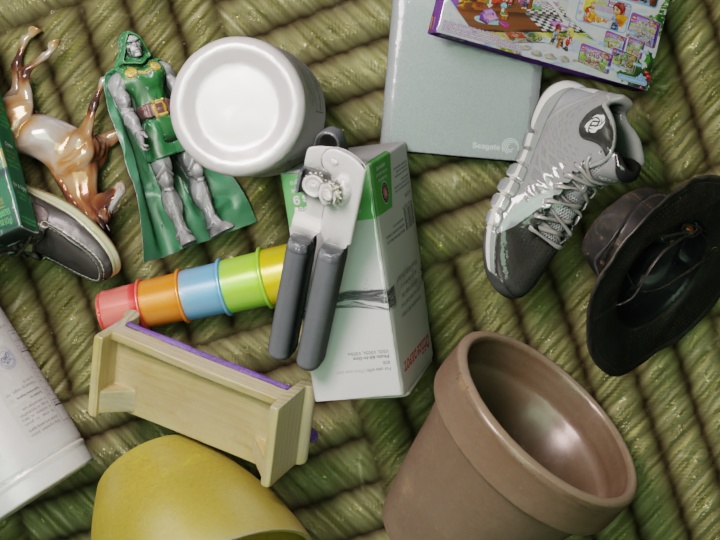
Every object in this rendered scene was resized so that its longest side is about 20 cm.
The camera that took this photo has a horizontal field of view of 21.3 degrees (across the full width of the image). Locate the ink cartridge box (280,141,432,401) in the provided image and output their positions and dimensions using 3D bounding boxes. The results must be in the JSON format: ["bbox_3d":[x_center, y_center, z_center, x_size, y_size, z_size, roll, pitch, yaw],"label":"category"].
[{"bbox_3d":[0.000,0.000,1.653,0.083,0.146,0.201,-6,99,14],"label":"ink cartridge box"}]

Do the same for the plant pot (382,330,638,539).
[{"bbox_3d":[0.110,0.180,1.656,0.200,0.200,0.175,43,114,3],"label":"plant pot"}]

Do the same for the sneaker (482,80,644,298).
[{"bbox_3d":[0.181,-0.068,1.643,0.115,0.075,0.201,11,81,49],"label":"sneaker"}]

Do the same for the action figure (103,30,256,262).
[{"bbox_3d":[-0.176,-0.120,1.716,0.118,0.055,0.201,-21,87,-32],"label":"action figure"}]

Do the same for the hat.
[{"bbox_3d":[0.238,-0.011,1.644,0.081,0.200,0.201,38,97,34],"label":"hat"}]

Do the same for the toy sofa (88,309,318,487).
[{"bbox_3d":[-0.133,0.105,1.679,0.199,0.098,0.083,20,118,23],"label":"toy sofa"}]

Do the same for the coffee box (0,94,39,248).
[{"bbox_3d":[-0.368,-0.107,1.690,0.122,0.044,0.201,-19,77,12],"label":"coffee box"}]

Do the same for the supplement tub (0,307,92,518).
[{"bbox_3d":[-0.345,0.120,1.720,0.132,0.132,0.201,-32,88,7],"label":"supplement tub"}]

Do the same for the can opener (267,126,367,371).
[{"bbox_3d":[-0.031,-0.015,1.556,0.052,0.066,0.201,19,114,14],"label":"can opener"}]

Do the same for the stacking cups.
[{"bbox_3d":[-0.141,0.020,1.727,0.199,0.061,0.061,-13,91,6],"label":"stacking cups"}]

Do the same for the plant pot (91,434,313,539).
[{"bbox_3d":[-0.159,0.232,1.690,0.200,0.200,0.142,-36,61,6],"label":"plant pot"}]

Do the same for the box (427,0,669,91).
[{"bbox_3d":[0.170,-0.246,1.663,0.199,0.039,0.138,14,92,-12],"label":"box"}]

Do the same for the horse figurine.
[{"bbox_3d":[-0.281,-0.139,1.744,0.199,0.050,0.133,29,89,2],"label":"horse figurine"}]

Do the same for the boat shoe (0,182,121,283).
[{"bbox_3d":[-0.310,-0.042,1.730,0.200,0.072,0.066,34,55,9],"label":"boat shoe"}]

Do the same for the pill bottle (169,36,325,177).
[{"bbox_3d":[-0.089,-0.137,1.645,0.114,0.200,0.115,0,93,7],"label":"pill bottle"}]

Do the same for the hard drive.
[{"bbox_3d":[0.095,-0.200,1.706,0.139,0.033,0.201,5,93,6],"label":"hard drive"}]
